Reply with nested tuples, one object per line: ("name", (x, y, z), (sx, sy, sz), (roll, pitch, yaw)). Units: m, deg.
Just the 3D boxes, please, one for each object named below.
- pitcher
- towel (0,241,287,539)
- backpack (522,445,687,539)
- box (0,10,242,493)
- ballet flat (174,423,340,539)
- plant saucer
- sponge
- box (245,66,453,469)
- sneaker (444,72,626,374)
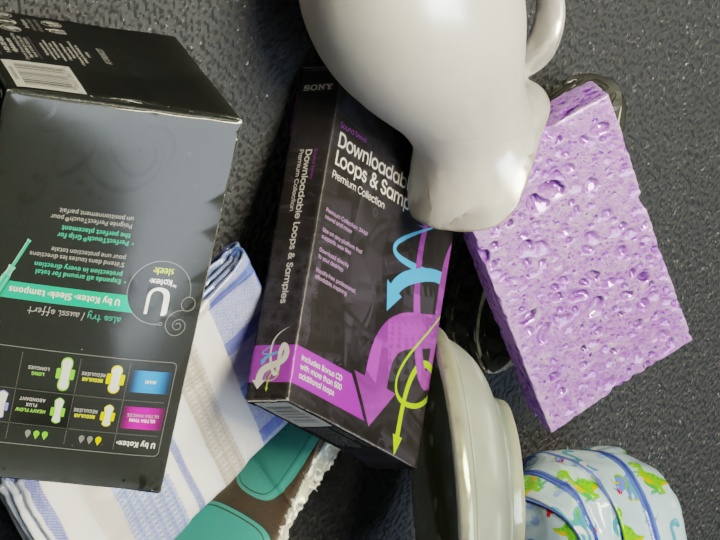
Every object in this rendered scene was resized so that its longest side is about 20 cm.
("pitcher", (0.051, -0.148, 1.688), (0.172, 0.121, 0.200), (-62, 143, -30))
("towel", (-0.113, 0.094, 1.678), (0.200, 0.024, 0.147), (-44, 138, -22))
("backpack", (0.149, 0.217, 1.997), (0.153, 0.163, 0.201), (11, 97, -35))
("box", (-0.152, -0.011, 1.505), (0.123, 0.149, 0.201), (6, 109, -20))
("ballet flat", (-0.062, 0.146, 1.788), (0.200, 0.072, 0.072), (-53, 140, -11))
("plant saucer", (0.067, 0.133, 1.825), (0.050, 0.200, 0.201), (-3, 119, -8))
("sponge", (0.127, -0.007, 1.828), (0.111, 0.030, 0.201), (-31, 125, -11))
("box", (0.000, 0.000, 1.737), (0.143, 0.036, 0.201), (30, 62, -52))
("sneaker", (0.116, -0.032, 1.888), (0.079, 0.074, 0.201), (-4, 121, -57))
